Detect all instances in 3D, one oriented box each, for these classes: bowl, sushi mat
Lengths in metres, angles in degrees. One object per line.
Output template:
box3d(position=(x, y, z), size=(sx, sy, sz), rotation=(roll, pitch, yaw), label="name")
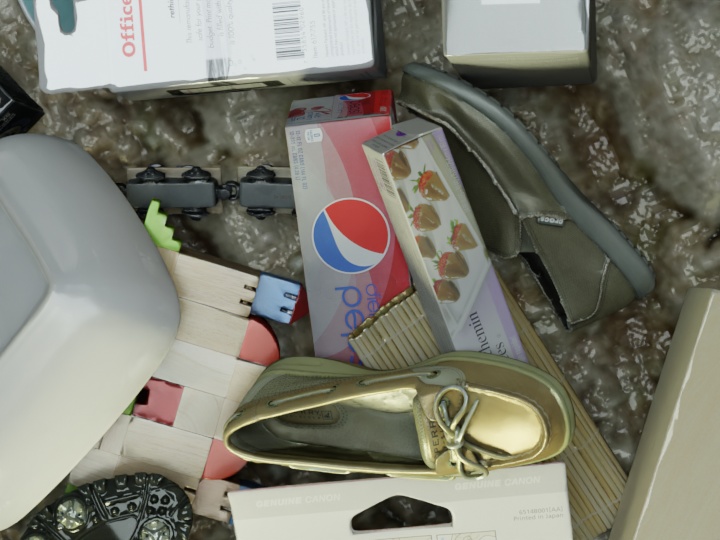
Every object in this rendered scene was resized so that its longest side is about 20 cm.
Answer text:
box3d(position=(-0.216, 0.027, 1.607), size=(0.200, 0.075, 0.200), rotation=(-47, 50, 12), label="bowl")
box3d(position=(0.081, 0.087, 1.606), size=(0.096, 0.012, 0.200), rotation=(-36, 111, -5), label="sushi mat")

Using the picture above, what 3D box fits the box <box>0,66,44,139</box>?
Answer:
box3d(position=(-0.324, -0.112, 1.674), size=(0.200, 0.086, 0.164), rotation=(45, 94, 6), label="box")

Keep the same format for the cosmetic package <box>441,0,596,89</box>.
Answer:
box3d(position=(0.092, -0.164, 1.571), size=(0.090, 0.200, 0.107), rotation=(-2, 90, 9), label="cosmetic package")

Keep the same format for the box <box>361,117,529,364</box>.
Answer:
box3d(position=(0.056, 0.012, 1.552), size=(0.039, 0.041, 0.200), rotation=(-25, 108, -11), label="box")

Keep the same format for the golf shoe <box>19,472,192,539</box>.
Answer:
box3d(position=(-0.174, 0.186, 1.630), size=(0.200, 0.088, 0.077), rotation=(-41, 82, 15), label="golf shoe")

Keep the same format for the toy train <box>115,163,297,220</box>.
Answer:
box3d(position=(-0.049, -0.050, 1.660), size=(0.200, 0.046, 0.034), rotation=(0, 107, 4), label="toy train")

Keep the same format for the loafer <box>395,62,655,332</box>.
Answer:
box3d(position=(0.087, -0.040, 1.606), size=(0.070, 0.075, 0.200), rotation=(-45, 102, -1), label="loafer")

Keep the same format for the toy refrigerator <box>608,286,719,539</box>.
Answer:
box3d(position=(0.202, 0.116, 1.609), size=(0.076, 0.070, 0.200), rotation=(17, 88, -6), label="toy refrigerator")

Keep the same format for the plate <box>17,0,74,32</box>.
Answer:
box3d(position=(-0.118, -0.206, 1.684), size=(0.200, 0.026, 0.201), rotation=(0, 87, 7), label="plate")

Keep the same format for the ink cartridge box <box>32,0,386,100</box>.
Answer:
box3d(position=(-0.090, -0.165, 1.633), size=(0.200, 0.068, 0.116), rotation=(-4, 87, 6), label="ink cartridge box")

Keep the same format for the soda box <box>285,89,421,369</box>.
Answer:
box3d(position=(0.000, 0.000, 1.610), size=(0.063, 0.070, 0.200), rotation=(-7, 106, 3), label="soda box")

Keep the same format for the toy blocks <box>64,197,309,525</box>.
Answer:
box3d(position=(-0.088, 0.071, 1.643), size=(0.136, 0.100, 0.200), rotation=(16, 93, -4), label="toy blocks")

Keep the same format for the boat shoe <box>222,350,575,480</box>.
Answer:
box3d(position=(0.021, 0.087, 1.538), size=(0.200, 0.063, 0.073), rotation=(5, 118, 25), label="boat shoe")

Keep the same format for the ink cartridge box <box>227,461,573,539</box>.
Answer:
box3d(position=(0.032, 0.192, 1.612), size=(0.200, 0.045, 0.177), rotation=(-5, 109, 6), label="ink cartridge box")
